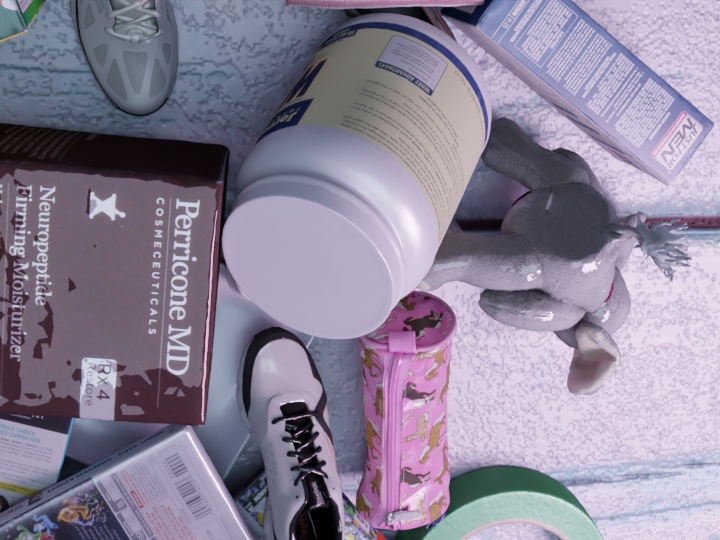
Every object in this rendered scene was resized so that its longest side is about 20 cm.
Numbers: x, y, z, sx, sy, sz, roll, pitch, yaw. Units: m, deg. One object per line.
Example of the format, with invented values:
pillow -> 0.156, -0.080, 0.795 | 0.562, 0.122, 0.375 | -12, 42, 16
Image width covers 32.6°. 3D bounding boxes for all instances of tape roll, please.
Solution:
tape roll -> 0.123, 0.276, 1.094 | 0.197, 0.048, 0.203 | -4, 109, -10

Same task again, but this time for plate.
plate -> -0.163, 0.071, 0.977 | 0.198, 0.032, 0.201 | 30, 99, -18

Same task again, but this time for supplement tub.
supplement tub -> 0.000, -0.067, 0.853 | 0.143, 0.201, 0.146 | 15, 137, 14

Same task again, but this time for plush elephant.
plush elephant -> 0.156, 0.001, 0.968 | 0.197, 0.166, 0.156 | 15, 148, 17

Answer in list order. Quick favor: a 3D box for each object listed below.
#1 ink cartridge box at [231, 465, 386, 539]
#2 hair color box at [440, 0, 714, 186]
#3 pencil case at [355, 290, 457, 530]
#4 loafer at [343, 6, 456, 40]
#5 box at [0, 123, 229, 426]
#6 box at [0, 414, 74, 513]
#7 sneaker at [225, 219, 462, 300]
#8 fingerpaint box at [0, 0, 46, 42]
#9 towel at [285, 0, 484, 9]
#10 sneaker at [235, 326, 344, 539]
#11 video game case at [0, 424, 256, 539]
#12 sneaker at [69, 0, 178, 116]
ink cartridge box -> -0.029, 0.253, 1.024 | 0.109, 0.050, 0.200 | -42, 92, 6
hair color box -> 0.163, -0.153, 0.933 | 0.199, 0.100, 0.061 | 36, 97, -20
pencil case -> 0.035, 0.114, 0.980 | 0.082, 0.087, 0.202 | -15, 125, -23
loafer -> 0.009, -0.212, 0.902 | 0.072, 0.063, 0.200 | -44, 111, 4
box -> -0.195, -0.004, 0.843 | 0.197, 0.164, 0.169 | 4, 102, -6
box -> -0.274, 0.161, 0.949 | 0.081, 0.049, 0.202 | 15, 118, -11
sneaker -> 0.000, 0.000, 0.949 | 0.197, 0.082, 0.076 | -12, 110, -25
fingerpaint box -> -0.295, -0.169, 0.782 | 0.165, 0.200, 0.074 | -21, 110, -3
towel -> 0.018, -0.284, 0.854 | 0.144, 0.030, 0.203 | 0, 98, 0
sneaker -> -0.044, 0.143, 0.947 | 0.073, 0.080, 0.203 | -12, 92, -21
video game case -> -0.170, 0.236, 0.954 | 0.180, 0.023, 0.202 | -27, 114, -2
sneaker -> -0.166, -0.197, 0.844 | 0.074, 0.115, 0.203 | -9, 110, -8
